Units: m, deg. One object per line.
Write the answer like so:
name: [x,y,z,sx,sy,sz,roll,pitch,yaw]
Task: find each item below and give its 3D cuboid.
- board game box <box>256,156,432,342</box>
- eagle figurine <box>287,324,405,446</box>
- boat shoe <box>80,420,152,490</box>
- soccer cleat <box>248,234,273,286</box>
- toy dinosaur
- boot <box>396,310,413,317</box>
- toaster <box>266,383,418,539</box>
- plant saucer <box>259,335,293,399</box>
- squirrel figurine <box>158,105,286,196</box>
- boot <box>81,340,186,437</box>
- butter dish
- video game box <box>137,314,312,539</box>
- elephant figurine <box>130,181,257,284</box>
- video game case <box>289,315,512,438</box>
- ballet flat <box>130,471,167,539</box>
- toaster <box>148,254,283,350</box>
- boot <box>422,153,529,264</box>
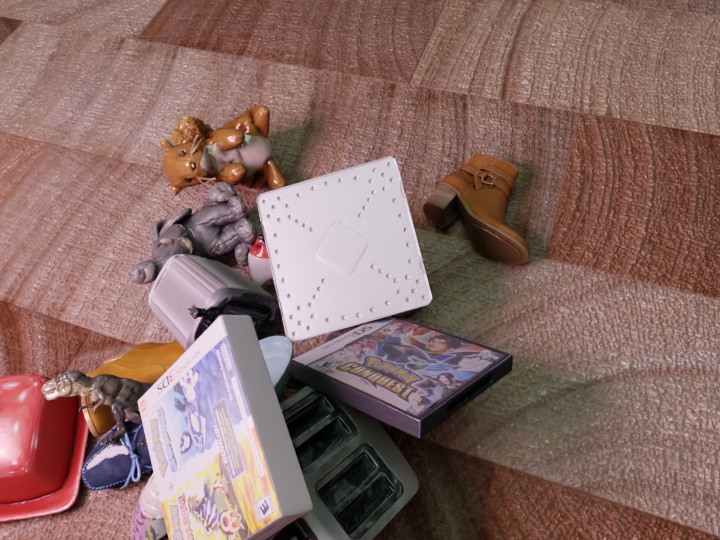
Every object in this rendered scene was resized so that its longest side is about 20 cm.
board game box: [-0.023,-0.028,0.853,0.195,0.026,0.205,-15,81,4]
eagle figurine: [-0.001,0.143,0.860,0.198,0.152,0.152,35,86,21]
boat shoe: [-0.282,0.224,0.857,0.198,0.068,0.085,-35,102,-14]
soccer cleat: [-0.080,-0.010,1.012,0.195,0.087,0.069,-1,22,-20]
toy dinosaur: [-0.287,0.171,0.796,0.047,0.197,0.090,-29,60,41]
boot: [0.000,0.000,0.932,0.195,0.157,0.075,-5,47,3]
toaster: [-0.048,0.241,0.728,0.182,0.119,0.198,49,38,14]
plant saucer: [-0.158,0.160,0.793,0.198,0.028,0.201,-33,20,13]
squirrel figurine: [-0.254,-0.192,1.092,0.184,0.145,0.199,-24,28,-29]
boot: [-0.292,0.145,0.883,0.141,0.072,0.201,-16,18,-5]
butter dish: [-0.483,0.216,0.858,0.195,0.149,0.203,-8,54,2]
video game box: [-0.146,0.178,0.644,0.046,0.182,0.203,5,51,-46]
elephant figurine: [-0.269,-0.044,1.004,0.197,0.156,0.142,-29,63,-16]
video game case: [0.046,0.110,0.745,0.197,0.026,0.179,15,25,41]
ballet flat: [-0.227,0.266,0.837,0.199,0.072,0.069,-41,61,-19]
toaster: [-0.209,0.054,0.910,0.128,0.199,0.115,33,96,30]
boot: [0.217,-0.106,1.039,0.198,0.078,0.155,29,60,32]
